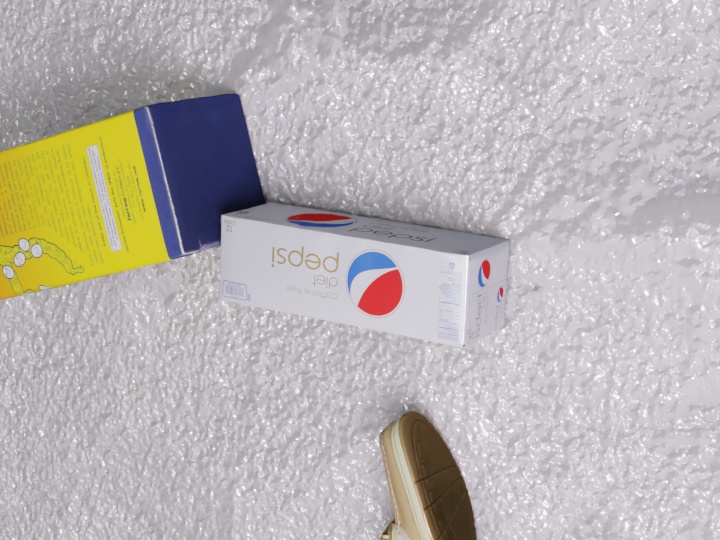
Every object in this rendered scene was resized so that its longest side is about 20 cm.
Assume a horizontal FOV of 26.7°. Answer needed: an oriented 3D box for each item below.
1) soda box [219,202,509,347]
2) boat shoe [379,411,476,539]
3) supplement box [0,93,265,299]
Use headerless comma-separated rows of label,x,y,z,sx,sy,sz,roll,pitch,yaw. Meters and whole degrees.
soda box,0.000,0.000,1.050,0.198,0.068,0.064,11,106,29
boat shoe,0.045,0.201,1.063,0.066,0.074,0.202,-17,90,29
supplement box,-0.184,-0.054,1.140,0.199,0.109,0.111,-11,94,35
